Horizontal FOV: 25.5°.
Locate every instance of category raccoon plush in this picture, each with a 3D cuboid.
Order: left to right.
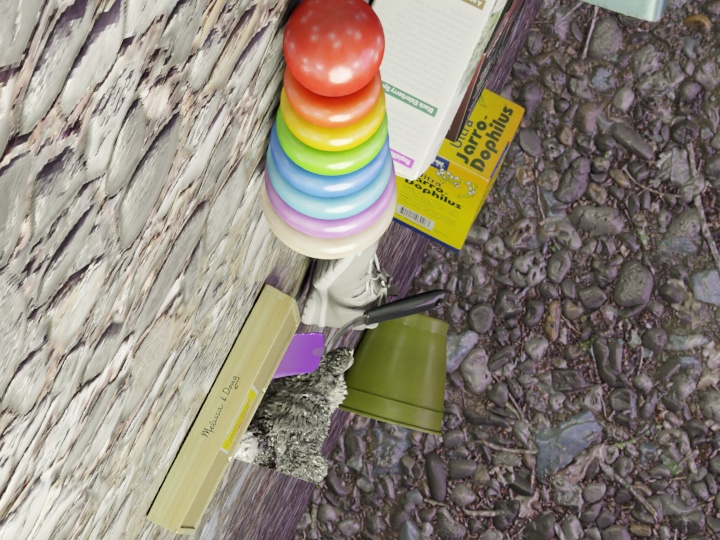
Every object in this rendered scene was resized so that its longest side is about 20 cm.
[{"bbox_3d":[-0.060,0.123,1.491,0.200,0.096,0.135,77,32,-83],"label":"raccoon plush"}]

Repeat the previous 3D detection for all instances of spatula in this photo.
[{"bbox_3d":[-0.006,0.051,1.393,0.199,0.021,0.057,-22,145,-27],"label":"spatula"}]

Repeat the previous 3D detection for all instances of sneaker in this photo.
[{"bbox_3d":[0.000,0.000,1.424,0.200,0.081,0.076,115,-11,-70],"label":"sneaker"}]

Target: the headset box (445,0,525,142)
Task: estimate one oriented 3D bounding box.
[{"bbox_3d":[0.095,-0.224,1.373,0.150,0.074,0.200,-63,176,-18],"label":"headset box"}]

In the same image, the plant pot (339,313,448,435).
[{"bbox_3d":[0.068,0.166,2.753,0.200,0.198,0.195,61,44,-85],"label":"plant pot"}]

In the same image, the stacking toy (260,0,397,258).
[{"bbox_3d":[-0.018,-0.088,0.893,0.201,0.085,0.086,92,24,-63],"label":"stacking toy"}]

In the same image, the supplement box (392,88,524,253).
[{"bbox_3d":[0.108,-0.126,1.878,0.109,0.109,0.200,-62,175,-24],"label":"supplement box"}]

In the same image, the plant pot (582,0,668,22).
[{"bbox_3d":[0.285,-0.433,1.795,0.197,0.194,0.202,-58,162,-53],"label":"plant pot"}]

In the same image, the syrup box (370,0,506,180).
[{"bbox_3d":[0.049,-0.171,1.097,0.201,0.081,0.079,-65,174,18],"label":"syrup box"}]

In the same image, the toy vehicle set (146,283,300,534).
[{"bbox_3d":[-0.105,0.114,1.263,0.201,0.026,0.124,-63,176,-10],"label":"toy vehicle set"}]
